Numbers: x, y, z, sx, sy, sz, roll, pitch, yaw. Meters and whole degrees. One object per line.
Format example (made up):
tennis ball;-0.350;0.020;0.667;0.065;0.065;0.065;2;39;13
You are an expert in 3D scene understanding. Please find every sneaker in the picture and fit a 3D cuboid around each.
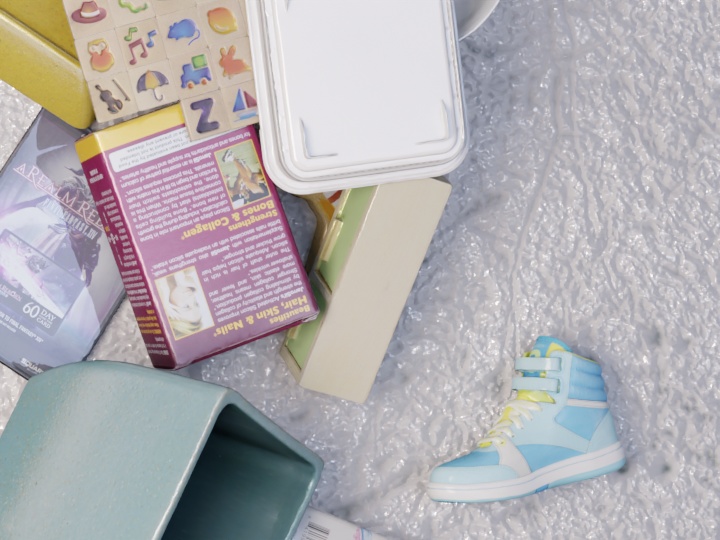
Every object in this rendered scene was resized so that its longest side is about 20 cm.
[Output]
sneaker;0.136;0.129;1.761;0.199;0.079;0.132;-11;93;-31

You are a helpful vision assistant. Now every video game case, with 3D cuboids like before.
video game case;-0.253;-0.017;1.647;0.142;0.019;0.201;35;77;-16

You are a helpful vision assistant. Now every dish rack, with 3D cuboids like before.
dish rack;0.001;-0.167;1.569;0.170;0.044;0.202;-8;94;-11

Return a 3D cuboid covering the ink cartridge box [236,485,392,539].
ink cartridge box;-0.037;0.281;1.680;0.199;0.086;0.149;26;78;-19

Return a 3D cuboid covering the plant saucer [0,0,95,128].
plant saucer;-0.254;-0.251;1.633;0.199;0.048;0.201;33;72;-17

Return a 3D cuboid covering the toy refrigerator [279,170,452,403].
toy refrigerator;0.000;0.000;1.667;0.069;0.076;0.201;16;105;-21

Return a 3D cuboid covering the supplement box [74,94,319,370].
supplement box;-0.134;-0.035;1.626;0.130;0.103;0.202;-19;94;-17

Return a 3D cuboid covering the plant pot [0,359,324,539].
plant pot;-0.183;0.178;1.557;0.198;0.199;0.196;-65;151;-12

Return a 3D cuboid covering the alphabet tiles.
alphabet tiles;-0.124;-0.190;1.565;0.198;0.008;0.169;-17;97;-10

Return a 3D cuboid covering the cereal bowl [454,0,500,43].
cereal bowl;0.023;-0.270;1.632;0.198;0.083;0.202;-1;94;-9

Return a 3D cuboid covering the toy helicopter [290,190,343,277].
toy helicopter;-0.009;-0.045;1.726;0.131;0.079;0.202;18;92;-28
